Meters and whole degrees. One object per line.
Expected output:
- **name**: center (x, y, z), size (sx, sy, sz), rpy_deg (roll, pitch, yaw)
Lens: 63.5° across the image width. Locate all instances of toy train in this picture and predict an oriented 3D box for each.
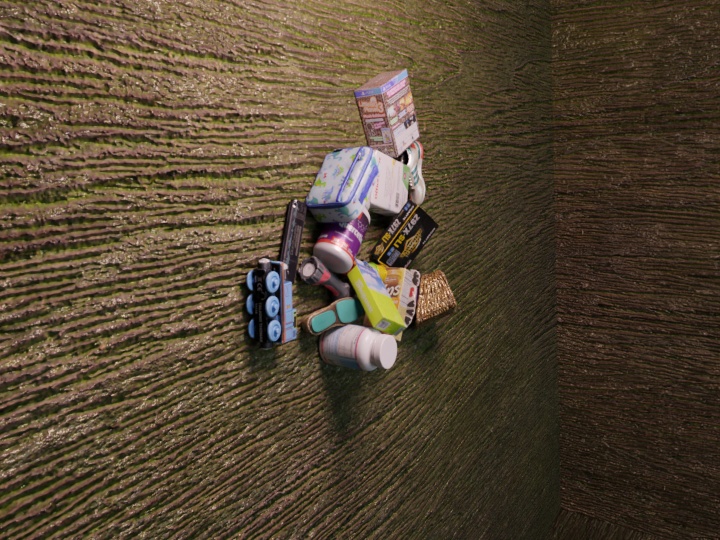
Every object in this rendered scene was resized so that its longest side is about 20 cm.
- **toy train**: center (-0.201, 0.073, 1.327), size (0.113, 0.084, 0.208), rpy_deg (-15, 107, -60)

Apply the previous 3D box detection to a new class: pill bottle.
- **pill bottle**: center (-0.006, 0.200, 1.519), size (0.107, 0.195, 0.113), rpy_deg (-8, 99, -54)
- **pill bottle**: center (-0.042, -0.104, 1.519), size (0.113, 0.109, 0.205), rpy_deg (50, 53, -44)

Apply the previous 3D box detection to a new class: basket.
- **basket**: center (0.218, 0.091, 1.888), size (0.200, 0.145, 0.147), rpy_deg (61, 5, -77)

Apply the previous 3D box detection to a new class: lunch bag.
- **lunch bag**: center (-0.040, -0.220, 1.471), size (0.083, 0.157, 0.204), rpy_deg (52, 53, -43)

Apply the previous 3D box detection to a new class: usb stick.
- **usb stick**: center (-0.167, -0.068, 1.408), size (0.055, 0.032, 0.208), rpy_deg (17, 79, -46)

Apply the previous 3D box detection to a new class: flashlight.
- **flashlight**: center (-0.088, 0.036, 1.511), size (0.200, 0.066, 0.070), rpy_deg (47, 64, -53)

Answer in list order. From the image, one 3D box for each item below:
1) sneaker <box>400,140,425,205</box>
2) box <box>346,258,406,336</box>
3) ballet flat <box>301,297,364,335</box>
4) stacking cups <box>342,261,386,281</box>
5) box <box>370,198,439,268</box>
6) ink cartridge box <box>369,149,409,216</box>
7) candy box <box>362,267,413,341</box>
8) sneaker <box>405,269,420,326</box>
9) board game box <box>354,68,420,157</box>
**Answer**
- **sneaker**: center (0.152, -0.304, 1.842), size (0.091, 0.069, 0.208), rpy_deg (-12, 105, -36)
- **box**: center (0.039, 0.071, 1.554), size (0.121, 0.047, 0.203), rpy_deg (27, 29, -51)
- **ballet flat**: center (-0.076, 0.117, 1.516), size (0.196, 0.064, 0.073), rpy_deg (-13, 92, -43)
- **stacking cups**: center (0.000, 0.000, 1.632), size (0.198, 0.059, 0.063), rpy_deg (13, 82, -55)
- **box**: center (0.135, -0.095, 1.750), size (0.202, 0.049, 0.159), rpy_deg (-53, 143, 6)
- **ink cartridge box**: center (0.057, -0.248, 1.678), size (0.198, 0.082, 0.151), rpy_deg (10, 85, -56)
- **candy box**: center (0.079, 0.096, 1.708), size (0.055, 0.112, 0.207), rpy_deg (27, 70, -52)
- **sneaker**: center (0.158, 0.101, 1.863), size (0.084, 0.078, 0.205), rpy_deg (53, 52, -57)
- **board game box**: center (0.082, -0.452, 1.687), size (0.159, 0.094, 0.206), rpy_deg (-45, 128, -44)
